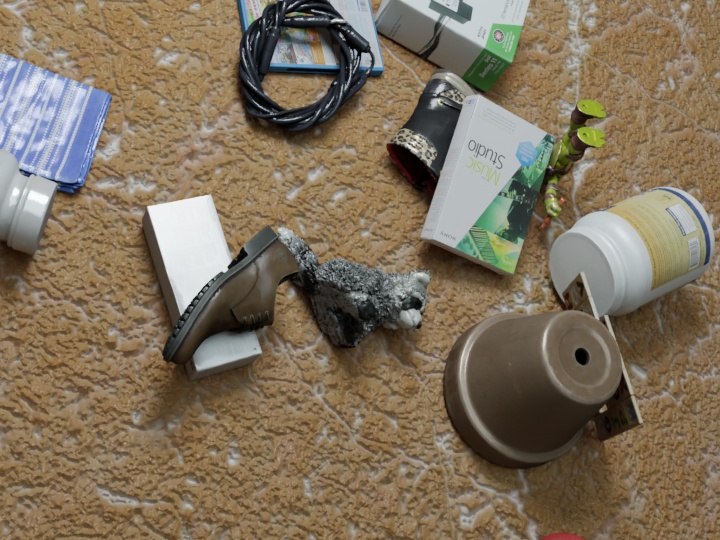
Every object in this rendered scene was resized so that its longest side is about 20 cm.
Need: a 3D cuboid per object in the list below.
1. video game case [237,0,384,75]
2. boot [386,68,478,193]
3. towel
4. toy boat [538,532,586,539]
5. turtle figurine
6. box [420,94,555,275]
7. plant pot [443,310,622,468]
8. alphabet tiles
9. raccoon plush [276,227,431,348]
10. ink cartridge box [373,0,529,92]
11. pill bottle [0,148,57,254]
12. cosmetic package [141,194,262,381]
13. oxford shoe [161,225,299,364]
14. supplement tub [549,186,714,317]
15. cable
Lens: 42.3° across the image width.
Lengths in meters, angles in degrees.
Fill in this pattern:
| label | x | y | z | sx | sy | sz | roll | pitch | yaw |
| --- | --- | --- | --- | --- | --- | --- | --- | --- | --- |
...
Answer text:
| label | x | y | z | sx | sy | sz | roll | pitch | yaw |
| --- | --- | --- | --- | --- | --- | --- | --- | --- | --- |
| video game case | -0.070 | -0.341 | 1.300 | 0.197 | 0.018 | 0.145 | -3 | 71 | -25 |
| boot | 0.139 | -0.163 | 1.287 | 0.200 | 0.073 | 0.151 | 44 | 64 | -11 |
| towel | -0.403 | -0.184 | 1.088 | 0.197 | 0.024 | 0.147 | 19 | 62 | -15 |
| toy boat | 0.278 | 0.395 | 1.107 | 0.200 | 0.130 | 0.131 | 48 | 29 | 1 |
| turtle figurine | 0.287 | -0.166 | 1.313 | 0.064 | 0.162 | 0.201 | 26 | 54 | 0 |
| box | 0.173 | -0.112 | 1.245 | 0.143 | 0.036 | 0.203 | 21 | 86 | -28 |
| plant pot | 0.224 | 0.128 | 1.146 | 0.197 | 0.175 | 0.203 | 8 | 65 | -19 |
| alphabet tiles | 0.302 | 0.110 | 1.195 | 0.007 | 0.167 | 0.203 | -13 | 74 | -5 |
| raccoon plush | 0.000 | 0.000 | 1.153 | 0.133 | 0.097 | 0.201 | -29 | 82 | -38 |
| ink cartridge box | 0.135 | -0.380 | 1.366 | 0.198 | 0.083 | 0.148 | 25 | 61 | -11 |
| pill bottle | -0.430 | -0.088 | 0.986 | 0.197 | 0.111 | 0.112 | 19 | 63 | -15 |
| cosmetic package | -0.186 | 0.019 | 1.083 | 0.081 | 0.051 | 0.203 | -13 | 75 | -25 |
| oxford shoe | -0.136 | 0.040 | 1.026 | 0.084 | 0.073 | 0.200 | 45 | 60 | -4 |
| supplement tub | 0.374 | -0.023 | 1.288 | 0.198 | 0.144 | 0.146 | -20 | 78 | -29 |
| cable | -0.081 | -0.276 | 1.231 | 0.200 | 0.051 | 0.164 | -44 | 102 | -21 |
